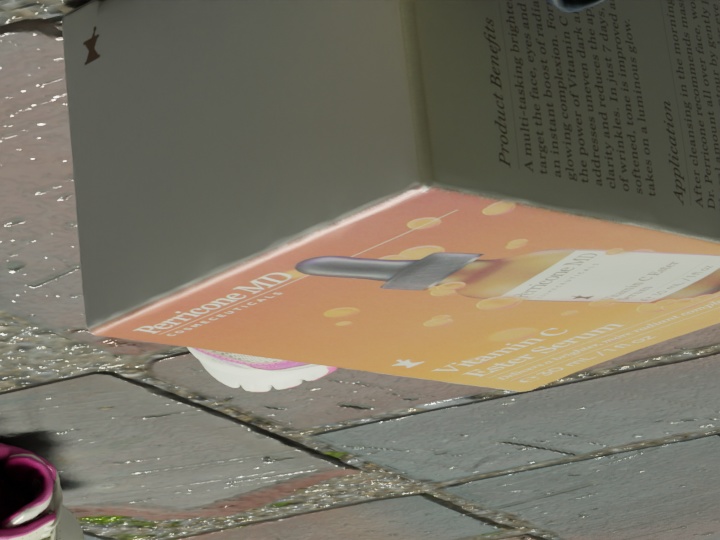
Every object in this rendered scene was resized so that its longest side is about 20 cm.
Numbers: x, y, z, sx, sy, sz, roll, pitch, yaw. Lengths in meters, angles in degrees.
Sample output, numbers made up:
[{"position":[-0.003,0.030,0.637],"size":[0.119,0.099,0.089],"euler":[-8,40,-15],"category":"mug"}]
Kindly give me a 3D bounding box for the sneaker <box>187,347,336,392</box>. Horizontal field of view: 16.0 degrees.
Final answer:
[{"position":[0.000,0.000,0.962],"size":[0.200,0.082,0.088],"euler":[-16,163,27],"category":"sneaker"}]

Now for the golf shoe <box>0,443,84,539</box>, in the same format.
[{"position":[-0.187,0.134,1.362],"size":[0.091,0.075,0.200],"euler":[-16,162,19],"category":"golf shoe"}]

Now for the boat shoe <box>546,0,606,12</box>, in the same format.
[{"position":[0.119,-0.118,0.629],"size":[0.084,0.069,0.200],"euler":[6,159,-37],"category":"boat shoe"}]

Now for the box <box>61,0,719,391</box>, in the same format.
[{"position":[0.032,-0.039,0.799],"size":[0.200,0.107,0.152],"euler":[9,158,-43],"category":"box"}]
